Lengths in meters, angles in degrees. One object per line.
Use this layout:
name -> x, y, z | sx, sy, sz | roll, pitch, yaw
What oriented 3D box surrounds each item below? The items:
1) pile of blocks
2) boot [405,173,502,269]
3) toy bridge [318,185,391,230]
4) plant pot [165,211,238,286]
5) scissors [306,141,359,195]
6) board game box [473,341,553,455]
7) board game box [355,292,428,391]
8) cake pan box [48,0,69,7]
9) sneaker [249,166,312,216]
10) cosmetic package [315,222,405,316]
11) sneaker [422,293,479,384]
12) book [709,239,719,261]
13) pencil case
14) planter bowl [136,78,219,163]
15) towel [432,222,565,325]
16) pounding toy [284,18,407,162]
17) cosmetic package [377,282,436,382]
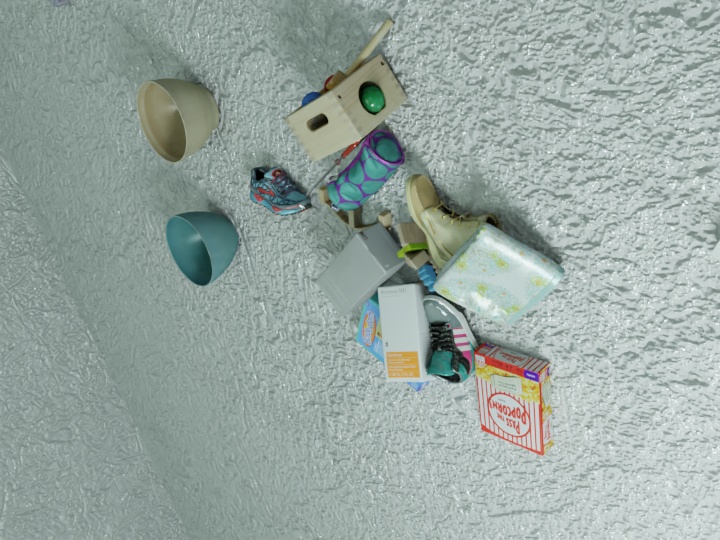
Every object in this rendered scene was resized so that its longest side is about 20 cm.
pile of blocks -> 0.125, -0.004, 1.531 | 0.200, 0.082, 0.062 | 56, 142, 3
boot -> 0.177, -0.099, 1.417 | 0.155, 0.073, 0.201 | -9, 109, 51
toy bridge -> -0.011, -0.123, 1.647 | 0.200, 0.027, 0.067 | 27, 134, 35
plant pot -> -0.404, -0.075, 2.027 | 0.200, 0.135, 0.201 | 28, 133, 35
scissors -> -0.036, -0.223, 1.479 | 0.014, 0.200, 0.073 | 45, 154, -5
board game box -> 0.309, 0.257, 1.529 | 0.151, 0.046, 0.201 | 15, 125, 42
board game box -> 0.083, 0.156, 1.713 | 0.200, 0.045, 0.152 | 38, 137, 25
cake pan box -> -0.874, -0.857, 2.097 | 0.200, 0.052, 0.185 | 43, 141, 20
sneaker -> -0.194, -0.189, 1.765 | 0.200, 0.079, 0.096 | 22, 127, 38
cosmetic package -> 0.000, 0.000, 1.616 | 0.107, 0.090, 0.200 | 54, 134, 8
sneaker -> 0.164, 0.153, 1.521 | 0.083, 0.121, 0.200 | -10, 124, 44
book -> 0.600, -0.015, 1.033 | 0.200, 0.048, 0.134 | 38, 142, 22
pencil case -> 0.005, -0.197, 1.530 | 0.092, 0.085, 0.200 | 24, 145, -20
planter bowl -> -0.432, -0.380, 1.856 | 0.200, 0.135, 0.201 | 27, 133, 34
towel -> 0.245, 0.014, 1.380 | 0.171, 0.048, 0.200 | 27, 141, -8
pounding toy -> -0.018, -0.331, 1.411 | 0.200, 0.184, 0.142 | -15, 115, 51
cosmetic package -> 0.102, 0.129, 1.590 | 0.101, 0.071, 0.201 | -8, 86, 40
